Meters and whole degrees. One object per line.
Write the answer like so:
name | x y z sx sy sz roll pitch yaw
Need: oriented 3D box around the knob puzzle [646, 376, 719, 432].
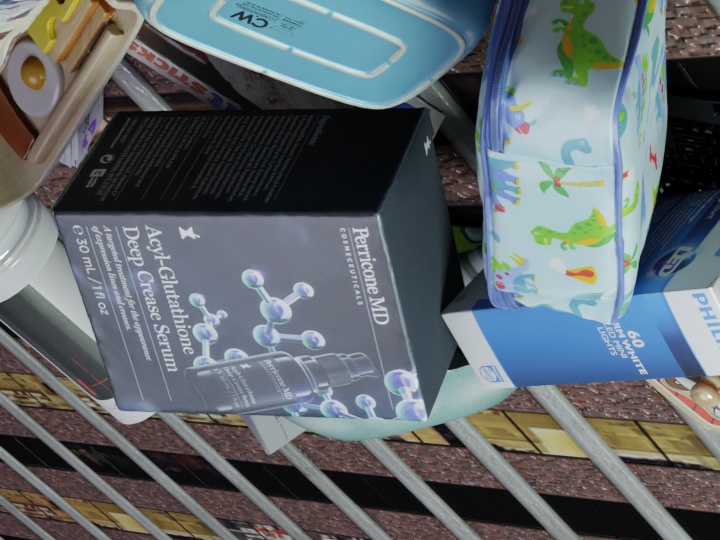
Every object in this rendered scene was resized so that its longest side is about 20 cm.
knob puzzle | 0.240 0.068 1.387 0.219 0.031 0.220 22 155 11

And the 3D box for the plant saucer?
plant saucer | 0.037 0.081 1.446 0.201 0.200 0.039 -13 92 55

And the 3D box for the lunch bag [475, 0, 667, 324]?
lunch bag | 0.109 -0.082 1.075 0.082 0.161 0.200 9 149 13

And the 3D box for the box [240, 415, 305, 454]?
box | -0.111 0.024 1.555 0.156 0.041 0.200 52 169 34

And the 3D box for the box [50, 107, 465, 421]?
box | -0.053 -0.004 1.247 0.199 0.107 0.149 0 127 20

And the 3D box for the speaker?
speaker | -0.232 0.038 1.750 0.081 0.081 0.200 -1 143 46

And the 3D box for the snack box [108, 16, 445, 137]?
snack box | -0.050 -0.114 1.277 0.200 0.072 0.024 32 154 -11

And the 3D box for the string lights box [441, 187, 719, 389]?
string lights box | 0.151 0.009 1.191 0.200 0.103 0.059 -7 121 49

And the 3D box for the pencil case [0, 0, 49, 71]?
pencil case | -0.186 -0.164 1.134 0.200 0.078 0.090 -37 81 50

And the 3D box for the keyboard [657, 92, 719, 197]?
keyboard | 0.205 -0.049 1.187 0.199 0.040 0.104 13 151 31

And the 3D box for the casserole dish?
casserole dish | -0.025 -0.133 1.065 0.199 0.039 0.121 19 147 -28

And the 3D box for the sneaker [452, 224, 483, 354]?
sneaker | 0.088 0.013 1.374 0.074 0.081 0.200 38 153 -22

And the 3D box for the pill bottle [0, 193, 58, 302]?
pill bottle | -0.300 -0.066 1.462 0.112 0.113 0.200 0 145 45

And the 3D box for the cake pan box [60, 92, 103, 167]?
cake pan box | -0.257 -0.162 1.424 0.184 0.052 0.200 27 155 6

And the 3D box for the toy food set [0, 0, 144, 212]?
toy food set | -0.214 -0.145 1.260 0.144 0.060 0.200 54 134 16
